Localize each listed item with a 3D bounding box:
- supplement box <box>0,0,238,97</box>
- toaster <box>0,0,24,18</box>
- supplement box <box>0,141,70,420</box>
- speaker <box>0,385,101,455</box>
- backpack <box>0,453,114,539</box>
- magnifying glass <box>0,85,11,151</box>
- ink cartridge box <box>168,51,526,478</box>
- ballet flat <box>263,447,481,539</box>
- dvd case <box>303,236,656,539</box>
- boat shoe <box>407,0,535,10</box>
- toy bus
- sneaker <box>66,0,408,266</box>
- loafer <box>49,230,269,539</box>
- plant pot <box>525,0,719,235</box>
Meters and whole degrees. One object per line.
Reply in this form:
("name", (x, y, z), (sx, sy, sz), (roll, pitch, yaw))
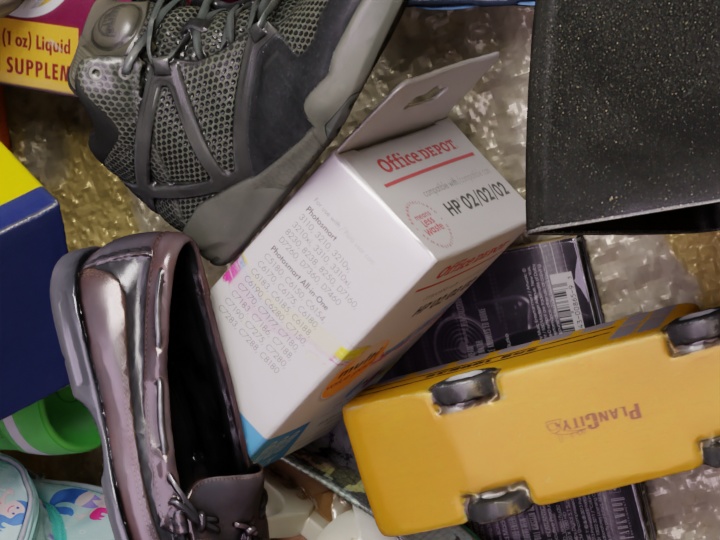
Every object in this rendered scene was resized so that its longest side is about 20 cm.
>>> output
("supplement box", (-0.126, -0.185, 1.173), (0.131, 0.103, 0.200), (10, 106, 25))
("toaster", (-0.212, -0.181, 1.086), (0.114, 0.129, 0.200), (0, 102, 28))
("supplement box", (-0.224, -0.022, 1.151), (0.200, 0.109, 0.109), (43, 151, 38))
("speaker", (-0.205, 0.036, 1.258), (0.200, 0.088, 0.089), (11, 107, 36))
("backpack", (-0.192, 0.177, 1.246), (0.200, 0.178, 0.151), (8, 141, 19))
("magnifying glass", (-0.196, -0.151, 1.264), (0.080, 0.022, 0.200), (-1, 100, 26))
("ink cartridge box", (0.000, 0.000, 1.129), (0.068, 0.115, 0.200), (47, 117, 10))
("ballet flat", (-0.030, 0.117, 1.196), (0.200, 0.071, 0.069), (31, 113, 16))
("dvd case", (0.030, 0.071, 1.206), (0.200, 0.016, 0.149), (-11, 97, 27))
("boat shoe", (0.015, -0.152, 1.096), (0.200, 0.069, 0.084), (0, 110, 4))
("toy bus", (0.095, 0.062, 1.118), (0.200, 0.078, 0.065), (-15, 95, 17))
("sneaker", (-0.054, -0.091, 1.059), (0.114, 0.076, 0.199), (35, 138, -8))
("loafer", (-0.072, 0.080, 1.080), (0.063, 0.072, 0.200), (-19, 91, 26))
("plant pot", (0.178, -0.115, 1.001), (0.200, 0.199, 0.178), (-11, 85, 28))
